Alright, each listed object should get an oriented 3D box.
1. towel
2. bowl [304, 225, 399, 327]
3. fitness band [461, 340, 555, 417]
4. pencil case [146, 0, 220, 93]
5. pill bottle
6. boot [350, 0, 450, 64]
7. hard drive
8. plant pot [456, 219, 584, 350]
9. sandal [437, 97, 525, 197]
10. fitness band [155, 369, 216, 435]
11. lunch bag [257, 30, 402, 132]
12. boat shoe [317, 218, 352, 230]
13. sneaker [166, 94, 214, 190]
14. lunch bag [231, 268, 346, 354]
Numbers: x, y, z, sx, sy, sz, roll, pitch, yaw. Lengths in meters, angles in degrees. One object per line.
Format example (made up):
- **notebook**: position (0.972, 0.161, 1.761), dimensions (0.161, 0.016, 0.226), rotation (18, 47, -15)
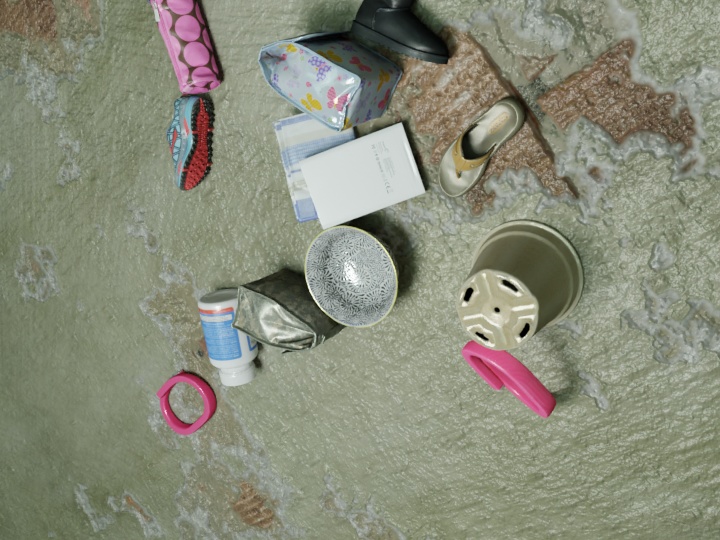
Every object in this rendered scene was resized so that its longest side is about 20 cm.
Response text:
- **towel**: position (-0.073, -0.201, 1.261), dimensions (0.146, 0.024, 0.202), rotation (-13, 93, 4)
- **bowl**: position (0.000, 0.000, 1.297), dimensions (0.199, 0.094, 0.202), rotation (10, 112, 26)
- **fitness band**: position (0.258, 0.187, 1.176), dimensions (0.200, 0.038, 0.143), rotation (44, 169, -27)
- **pencil case**: position (-0.348, -0.451, 1.330), dimensions (0.090, 0.094, 0.201), rotation (-13, 102, 32)
- **pill bottle**: position (-0.291, 0.151, 1.509), dimensions (0.111, 0.112, 0.202), rotation (1, 107, 29)
- **boot**: position (0.078, -0.445, 1.105), dimensions (0.197, 0.073, 0.163), rotation (28, 116, 19)
- **hard drive**: position (0.003, -0.170, 1.225), dimensions (0.199, 0.027, 0.133), rotation (-19, 99, 8)
- **plant pot**: position (0.249, 0.037, 1.115), dimensions (0.199, 0.183, 0.202), rotation (11, 113, 26)
- **sandal**: position (0.194, -0.206, 1.134), dimensions (0.080, 0.054, 0.200), rotation (47, 124, 7)
- **fitness band**: position (-0.445, 0.337, 1.712), dimensions (0.144, 0.037, 0.200), rotation (50, 125, 4)
- **lunch bag**: position (-0.056, -0.344, 1.156), dimensions (0.199, 0.169, 0.128), rotation (34, 123, 15)
- **boat shoe**: position (-0.086, -0.167, 1.302), dimensions (0.074, 0.065, 0.203), rotation (-23, 96, 34)
- **sneaker**: position (-0.367, -0.272, 1.429), dimensions (0.095, 0.079, 0.201), rotation (25, 110, 31)
- **lunch bag**: position (-0.129, 0.092, 1.363), dimensions (0.199, 0.164, 0.118), rotation (23, 112, 22)
